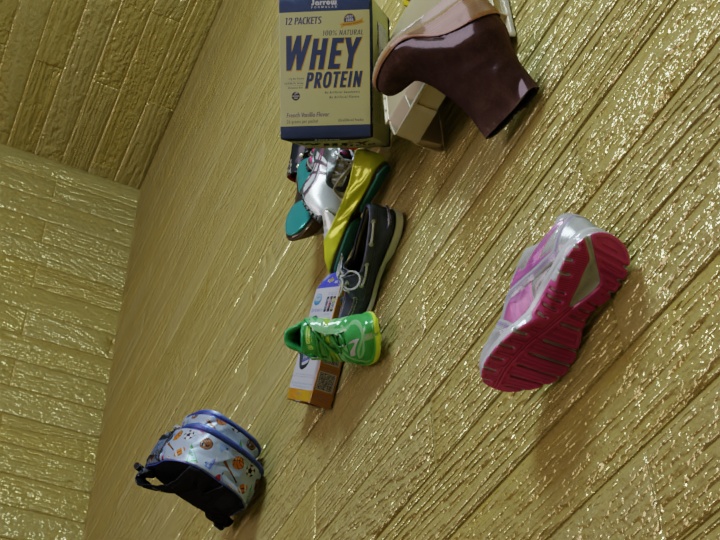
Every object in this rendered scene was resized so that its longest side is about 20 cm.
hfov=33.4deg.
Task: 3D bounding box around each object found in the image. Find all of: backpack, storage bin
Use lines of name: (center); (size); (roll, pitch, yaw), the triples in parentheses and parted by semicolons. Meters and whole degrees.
backpack: (-0.246, 0.324, 1.980); (0.190, 0.198, 0.156); (-20, 41, 63)
storage bin: (0.112, -0.300, 1.613); (0.200, 0.092, 0.201); (-94, 28, -46)

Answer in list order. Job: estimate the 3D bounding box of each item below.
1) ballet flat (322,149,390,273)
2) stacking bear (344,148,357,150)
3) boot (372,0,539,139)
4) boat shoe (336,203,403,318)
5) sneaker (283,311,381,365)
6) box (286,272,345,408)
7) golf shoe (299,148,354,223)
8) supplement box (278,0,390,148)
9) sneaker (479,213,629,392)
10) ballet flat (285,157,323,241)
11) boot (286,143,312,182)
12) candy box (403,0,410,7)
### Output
ballet flat: (-0.021, -0.095, 1.841); (0.202, 0.066, 0.067); (-64, -14, 18)
stacking bear: (-0.007, -0.321, 1.961); (0.113, 0.121, 0.202); (-31, 36, 46)
boot: (0.109, -0.228, 1.456); (0.200, 0.072, 0.168); (-40, 71, 38)
boat shoe: (0.000, 0.000, 1.716); (0.202, 0.061, 0.075); (-67, 25, 21)
sneaker: (-0.039, 0.099, 1.666); (0.199, 0.083, 0.075); (-10, 87, 55)
box: (-0.053, 0.104, 1.817); (0.119, 0.041, 0.203); (-7, 65, 70)
golf shoe: (-0.050, -0.157, 1.984); (0.088, 0.076, 0.202); (-48, 30, 37)
supplement box: (-0.034, -0.286, 1.761); (0.200, 0.132, 0.204); (-9, -81, -80)
sneaker: (0.180, 0.030, 1.160); (0.201, 0.081, 0.089); (-55, 23, 23)
ballet flat: (-0.083, -0.106, 2.041); (0.067, 0.073, 0.202); (-20, 40, 20)
boot: (-0.076, -0.246, 2.146); (0.203, 0.072, 0.156); (154, 128, -71)
candy box: (0.119, -0.443, 1.824); (0.104, 0.026, 0.200); (-67, 19, 8)
